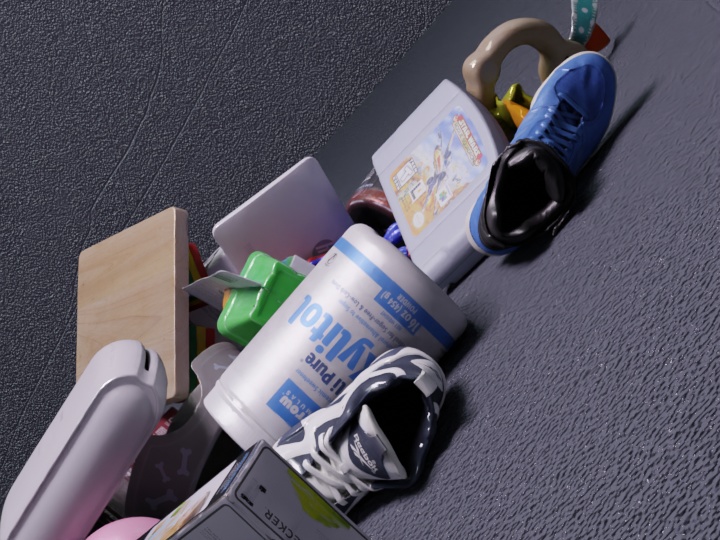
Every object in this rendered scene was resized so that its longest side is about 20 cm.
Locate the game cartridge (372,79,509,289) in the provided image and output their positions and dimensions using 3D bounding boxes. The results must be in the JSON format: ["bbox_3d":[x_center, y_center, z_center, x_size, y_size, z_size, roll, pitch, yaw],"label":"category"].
[{"bbox_3d":[0.085,-0.091,1.348,0.133,0.041,0.201,-49,39,25],"label":"game cartridge"}]

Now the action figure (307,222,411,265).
[{"bbox_3d":[0.000,0.000,1.417,0.198,0.052,0.066,-22,58,13],"label":"action figure"}]

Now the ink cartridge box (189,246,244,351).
[{"bbox_3d":[-0.131,0.034,1.560,0.200,0.116,0.068,-42,13,36],"label":"ink cartridge box"}]

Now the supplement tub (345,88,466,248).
[{"bbox_3d":[0.075,-0.105,1.515,0.201,0.107,0.107,-53,11,-28],"label":"supplement tub"}]

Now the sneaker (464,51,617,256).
[{"bbox_3d":[0.162,-0.101,1.179,0.201,0.076,0.111,-54,4,-3],"label":"sneaker"}]

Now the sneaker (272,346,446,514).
[{"bbox_3d":[-0.012,0.139,1.021,0.199,0.080,0.130,-39,1,-3],"label":"sneaker"}]

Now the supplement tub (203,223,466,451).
[{"bbox_3d":[-0.019,0.075,1.161,0.200,0.132,0.132,-50,10,-2],"label":"supplement tub"}]

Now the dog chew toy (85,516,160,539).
[{"bbox_3d":[-0.198,0.284,1.209,0.125,0.124,0.200,-53,2,-24],"label":"dog chew toy"}]

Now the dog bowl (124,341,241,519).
[{"bbox_3d":[-0.143,0.171,1.323,0.201,0.058,0.201,-58,-17,-29],"label":"dog bowl"}]

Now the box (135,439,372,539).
[{"bbox_3d":[-0.092,0.215,0.987,0.200,0.117,0.060,-42,8,41],"label":"box"}]

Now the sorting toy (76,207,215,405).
[{"bbox_3d":[-0.227,0.058,1.515,0.199,0.069,0.201,-20,66,47],"label":"sorting toy"}]

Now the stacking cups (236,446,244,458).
[{"bbox_3d":[-0.102,0.189,1.288,0.201,0.060,0.060,-54,11,-27],"label":"stacking cups"}]

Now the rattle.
[{"bbox_3d":[0.211,-0.201,1.405,0.198,0.132,0.143,-24,12,-22],"label":"rattle"}]

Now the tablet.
[{"bbox_3d":[-0.056,-0.009,1.450,0.130,0.201,0.014,-37,37,-7],"label":"tablet"}]

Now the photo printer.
[{"bbox_3d":[-0.241,0.155,1.244,0.201,0.069,0.166,-58,14,0],"label":"photo printer"}]

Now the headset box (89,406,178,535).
[{"bbox_3d":[-0.231,0.246,1.440,0.200,0.077,0.149,-47,-9,-52],"label":"headset box"}]

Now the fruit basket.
[{"bbox_3d":[-0.072,0.045,1.358,0.094,0.184,0.200,-63,13,-9],"label":"fruit basket"}]
